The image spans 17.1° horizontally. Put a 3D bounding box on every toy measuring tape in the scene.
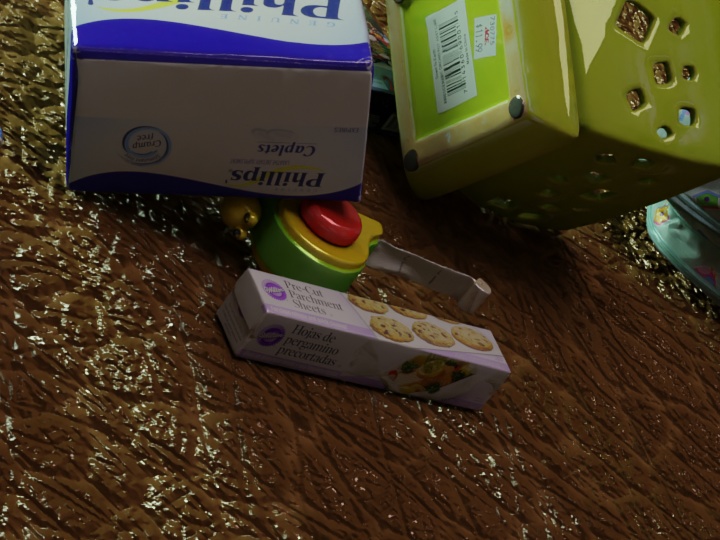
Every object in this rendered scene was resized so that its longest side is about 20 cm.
[{"bbox_3d":[0.000,0.000,1.500,0.200,0.074,0.074,24,31,-26],"label":"toy measuring tape"}]

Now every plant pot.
[{"bbox_3d":[0.132,-0.147,1.693,0.181,0.199,0.200,3,75,-37],"label":"plant pot"}]

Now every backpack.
[{"bbox_3d":[0.305,-0.062,1.869,0.200,0.153,0.176,44,24,-10],"label":"backpack"}]

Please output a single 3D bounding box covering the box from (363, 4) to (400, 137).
[{"bbox_3d":[-0.058,-0.168,1.716,0.200,0.038,0.137,9,39,-44],"label":"box"}]

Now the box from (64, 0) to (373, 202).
[{"bbox_3d":[-0.093,-0.142,1.493,0.184,0.105,0.200,2,37,-9],"label":"box"}]

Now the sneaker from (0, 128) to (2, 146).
[{"bbox_3d":[-0.247,-0.094,1.360,0.077,0.076,0.200,50,20,-30],"label":"sneaker"}]

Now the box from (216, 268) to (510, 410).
[{"bbox_3d":[0.005,0.045,1.468,0.200,0.039,0.041,16,34,-37],"label":"box"}]
